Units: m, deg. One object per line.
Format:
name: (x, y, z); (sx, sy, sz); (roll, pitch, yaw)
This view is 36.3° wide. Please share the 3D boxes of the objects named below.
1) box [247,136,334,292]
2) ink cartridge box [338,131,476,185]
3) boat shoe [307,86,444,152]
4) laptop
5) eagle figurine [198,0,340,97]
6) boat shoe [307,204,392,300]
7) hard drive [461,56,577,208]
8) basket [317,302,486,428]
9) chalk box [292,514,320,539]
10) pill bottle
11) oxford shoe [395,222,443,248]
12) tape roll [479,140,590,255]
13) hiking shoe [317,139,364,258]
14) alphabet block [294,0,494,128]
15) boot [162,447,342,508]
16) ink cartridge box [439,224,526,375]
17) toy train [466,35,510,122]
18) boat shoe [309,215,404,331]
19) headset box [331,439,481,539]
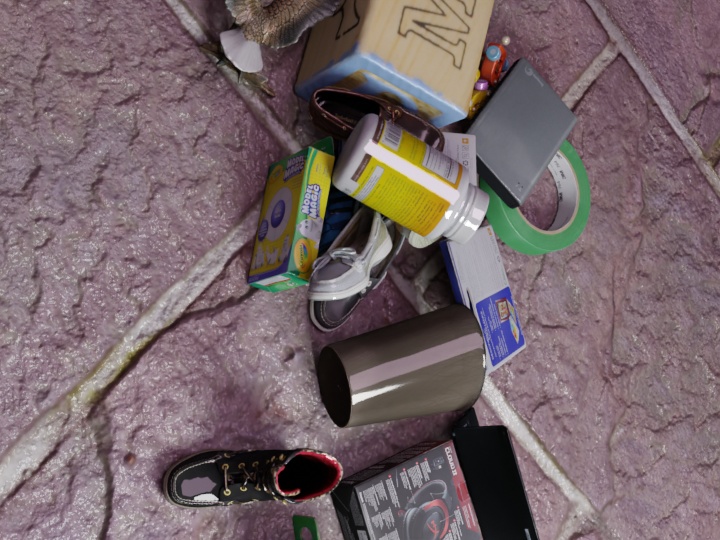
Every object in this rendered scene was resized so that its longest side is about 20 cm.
box: (-0.091, -0.079, 1.472); (0.048, 0.117, 0.203); (20, 71, -29)
ink cartridge box: (0.065, -0.153, 1.546); (0.196, 0.037, 0.096); (6, 61, -6)
boat shoe: (0.022, -0.199, 1.505); (0.197, 0.070, 0.072); (15, 73, 0)
laptop: (0.203, 0.290, 1.550); (0.200, 0.102, 0.180); (-18, 92, -70)
eagle figurine: (-0.131, -0.358, 1.478); (0.151, 0.201, 0.151); (42, 15, 23)
boat shoe: (-0.016, -0.021, 1.419); (0.202, 0.073, 0.066); (-46, 128, -53)
hard drive: (0.244, -0.215, 1.704); (0.140, 0.033, 0.201); (44, 61, -14)
basket: (0.051, 0.141, 1.513); (0.197, 0.182, 0.137); (-11, 55, -24)
chalk box: (-0.066, 0.418, 1.400); (0.122, 0.124, 0.204); (9, 78, -30)
pill bottle: (0.069, -0.115, 1.454); (0.198, 0.109, 0.111); (29, 67, -12)
oxford shoe: (0.119, -0.087, 1.593); (0.057, 0.076, 0.199); (36, 35, 24)
tape roll: (0.281, -0.128, 1.760); (0.198, 0.048, 0.204); (6, 79, -32)
hiking shoe: (-0.040, -0.084, 1.540); (0.086, 0.074, 0.202); (36, 54, -17)
alphabet block: (0.048, -0.324, 1.560); (0.194, 0.194, 0.203); (25, 71, -28)
boot: (-0.132, 0.259, 1.368); (0.197, 0.150, 0.075); (4, 79, -32)
ink cartridge box: (0.172, 0.043, 1.614); (0.199, 0.046, 0.201); (-19, 94, -61)
toy train: (0.169, -0.311, 1.689); (0.199, 0.055, 0.153); (13, 94, -67)
boat shoe: (0.000, 0.000, 1.550); (0.074, 0.060, 0.201); (47, 61, -17)
headset box: (0.072, 0.334, 1.530); (0.198, 0.075, 0.151); (-19, 93, -33)
